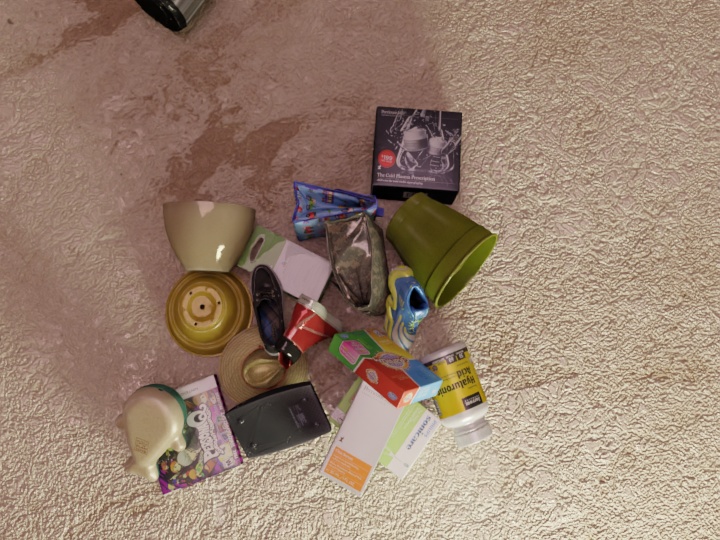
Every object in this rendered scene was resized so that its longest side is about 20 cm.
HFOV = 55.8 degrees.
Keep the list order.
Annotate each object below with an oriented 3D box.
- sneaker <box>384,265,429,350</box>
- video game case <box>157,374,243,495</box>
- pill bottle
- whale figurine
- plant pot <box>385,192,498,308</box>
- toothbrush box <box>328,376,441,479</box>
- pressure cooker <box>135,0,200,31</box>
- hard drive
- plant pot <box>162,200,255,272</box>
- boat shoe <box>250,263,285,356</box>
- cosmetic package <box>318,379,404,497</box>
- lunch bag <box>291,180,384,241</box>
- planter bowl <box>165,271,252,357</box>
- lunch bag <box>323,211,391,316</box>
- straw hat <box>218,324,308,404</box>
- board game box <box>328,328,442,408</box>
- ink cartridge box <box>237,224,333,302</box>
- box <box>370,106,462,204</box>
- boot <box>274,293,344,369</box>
[{"bbox_3d":[0.098,0.097,1.433,0.074,0.105,0.204,-15,118,-17],"label":"sneaker"},{"bbox_3d":[-0.364,0.349,1.454,0.178,0.036,0.204,-19,81,-3],"label":"video game case"},{"bbox_3d":[0.207,0.263,1.442,0.109,0.111,0.204,-20,81,-5],"label":"pill bottle"},{"bbox_3d":[-0.426,0.329,1.404,0.156,0.104,0.204,17,106,5],"label":"whale figurine"},{"bbox_3d":[0.161,-0.059,1.471,0.193,0.201,0.200,42,82,18],"label":"plant pot"},{"bbox_3d":[0.051,0.316,1.442,0.198,0.086,0.147,36,83,6],"label":"toothbrush box"},{"bbox_3d":[-0.426,-0.685,1.569,0.175,0.178,0.202,38,81,-15],"label":"pressure cooker"},{"bbox_3d":[-0.170,0.309,1.422,0.196,0.043,0.137,-20,113,9],"label":"hard drive"},{"bbox_3d":[-0.325,-0.066,1.452,0.195,0.200,0.138,2,86,-1],"label":"plant pot"},{"bbox_3d":[-0.195,0.075,1.419,0.068,0.066,0.205,-8,70,-2],"label":"boat shoe"},{"bbox_3d":[0.004,0.332,1.362,0.100,0.071,0.203,26,85,4],"label":"cosmetic package"},{"bbox_3d":[-0.046,-0.125,1.484,0.195,0.151,0.097,1,78,-1],"label":"lunch bag"},{"bbox_3d":[-0.337,0.083,1.478,0.195,0.084,0.206,0,79,-1],"label":"planter bowl"},{"bbox_3d":[0.000,0.000,1.450,0.115,0.164,0.205,-13,79,13],"label":"lunch bag"},{"bbox_3d":[-0.205,0.210,1.442,0.196,0.085,0.207,1,85,-7],"label":"straw hat"},{"bbox_3d":[0.052,0.194,1.392,0.199,0.152,0.041,35,111,30],"label":"board game box"},{"bbox_3d":[-0.162,-0.007,1.509,0.197,0.059,0.105,27,81,4],"label":"ink cartridge box"},{"bbox_3d":[0.124,-0.259,1.536,0.195,0.104,0.187,4,79,-1],"label":"box"},{"bbox_3d":[-0.109,0.145,1.419,0.071,0.200,0.146,25,81,26],"label":"boot"}]
